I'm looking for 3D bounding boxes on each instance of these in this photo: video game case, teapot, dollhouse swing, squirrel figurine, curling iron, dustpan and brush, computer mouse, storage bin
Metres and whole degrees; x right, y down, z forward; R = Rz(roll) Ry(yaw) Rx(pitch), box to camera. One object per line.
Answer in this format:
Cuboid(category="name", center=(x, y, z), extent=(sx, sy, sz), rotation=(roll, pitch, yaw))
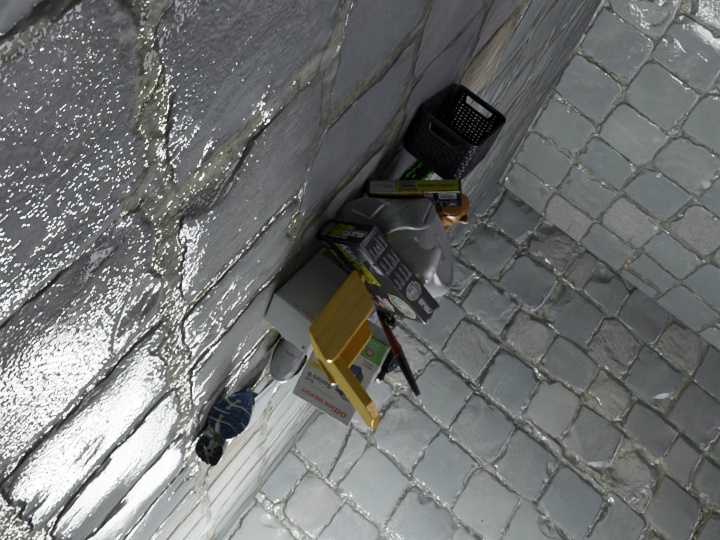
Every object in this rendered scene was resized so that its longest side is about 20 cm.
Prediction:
Cuboid(category="video game case", center=(0.110, -0.149, 1.502), extent=(0.200, 0.175, 0.026), rotation=(21, 69, -81))
Cuboid(category="teapot", center=(0.103, -0.024, 1.596), extent=(0.143, 0.206, 0.197), rotation=(-15, 160, 22))
Cuboid(category="dollhouse swing", center=(0.009, 0.142, 1.333), extent=(0.183, 0.174, 0.201), rotation=(-51, 167, -16))
Cuboid(category="squirrel figurine", center=(0.155, -0.115, 1.751), extent=(0.184, 0.145, 0.198), rotation=(-19, -178, 36))
Cuboid(category="curling iron", center=(0.077, 0.162, 1.556), extent=(0.025, 0.205, 0.049), rotation=(-22, -173, -23))
Cuboid(category="dustpan and brush", center=(-0.258, 0.318, 1.696), extent=(0.139, 0.056, 0.203), rotation=(-39, 156, -55))
Cuboid(category="computer mouse", center=(0.063, 0.198, 1.602), extent=(0.060, 0.033, 0.200), rotation=(-62, 176, 14))
Cuboid(category="storage bin", center=(0.187, -0.271, 1.510), extent=(0.200, 0.134, 0.095), rotation=(-43, 167, -50))

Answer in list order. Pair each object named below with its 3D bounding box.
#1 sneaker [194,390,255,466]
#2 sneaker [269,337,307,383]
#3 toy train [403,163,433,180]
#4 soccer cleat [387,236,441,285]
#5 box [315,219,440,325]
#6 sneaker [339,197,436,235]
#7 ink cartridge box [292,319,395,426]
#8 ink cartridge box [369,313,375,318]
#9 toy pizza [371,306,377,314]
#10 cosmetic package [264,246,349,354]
Cuboid(category="sneaker", center=(-0.263, 0.295, 1.527), extent=(0.201, 0.076, 0.086), rotation=(-51, -176, 32))
Cuboid(category="sneaker", center=(-0.128, 0.135, 1.595), extent=(0.202, 0.074, 0.115), rotation=(-57, 172, -15))
Cuboid(category="toy train", center=(0.141, -0.225, 1.775), extent=(0.056, 0.042, 0.200), rotation=(-46, 178, 41))
Cuboid(category="soccer cleat", center=(0.068, -0.030, 1.395), extent=(0.069, 0.198, 0.079), rotation=(41, 78, -42))
Cuboid(category="box", center=(0.029, 0.001, 1.329), extent=(0.044, 0.201, 0.159), rotation=(-49, -151, -15))
Cuboid(category="sneaker", center=(0.043, -0.101, 1.438), extent=(0.196, 0.080, 0.073), rotation=(-3, 98, -30))
Cuboid(category="ink cartridge box", center=(-0.036, 0.200, 1.627), extent=(0.203, 0.143, 0.088), rotation=(-62, 175, 17))
Cuboid(category="ink cartridge box", center=(0.033, 0.007, 1.789), extent=(0.130, 0.124, 0.199), rotation=(-57, 170, 22))
Cuboid(category="toy pizza", center=(0.000, 0.000, 1.607), extent=(0.198, 0.031, 0.207), rotation=(-11, 103, -52))
Cuboid(category="cosmetic package", center=(-0.075, 0.045, 1.422), extent=(0.200, 0.107, 0.086), rotation=(-47, 169, -45))
